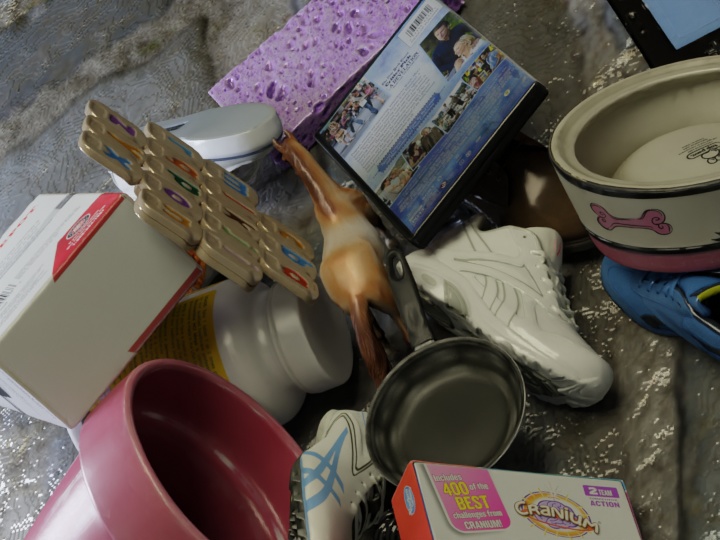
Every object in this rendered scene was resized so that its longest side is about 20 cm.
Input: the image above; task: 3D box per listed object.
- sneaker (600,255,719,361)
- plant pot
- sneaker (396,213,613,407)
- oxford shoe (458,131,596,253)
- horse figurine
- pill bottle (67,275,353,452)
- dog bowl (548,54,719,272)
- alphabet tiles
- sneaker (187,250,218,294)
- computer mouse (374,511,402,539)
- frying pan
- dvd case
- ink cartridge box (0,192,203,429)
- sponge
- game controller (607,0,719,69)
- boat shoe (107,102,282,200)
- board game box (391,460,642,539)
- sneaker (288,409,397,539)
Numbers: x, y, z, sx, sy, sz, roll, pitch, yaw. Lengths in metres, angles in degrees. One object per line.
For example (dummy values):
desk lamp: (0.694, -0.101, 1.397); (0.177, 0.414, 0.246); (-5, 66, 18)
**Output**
sneaker: (0.223, 0.014, 1.550); (0.066, 0.078, 0.200); (-49, 42, -6)
plant pot: (-0.139, 0.190, 1.595); (0.179, 0.199, 0.201); (-43, 41, 21)
sneaker: (0.113, 0.016, 1.621); (0.099, 0.078, 0.200); (-46, 49, -7)
oxford shoe: (0.106, -0.068, 1.694); (0.199, 0.085, 0.073); (23, 70, 42)
horse figurine: (0.000, 0.000, 1.677); (0.050, 0.133, 0.201); (-25, 46, 13)
pill bottle: (-0.111, 0.072, 1.713); (0.199, 0.113, 0.113); (-20, 47, 22)
dog bowl: (0.228, -0.069, 1.569); (0.199, 0.074, 0.200); (-12, 26, 6)
alphabet tiles: (-0.113, -0.047, 1.640); (0.015, 0.195, 0.200); (-53, 14, 13)
sneaker: (-0.125, -0.030, 1.773); (0.092, 0.076, 0.200); (-48, 0, -18)
computer mouse: (0.003, 0.244, 1.515); (0.200, 0.110, 0.044); (-49, 36, 4)
frying pan: (0.038, 0.077, 1.574); (0.115, 0.031, 0.190); (-43, 48, -3)
dvd case: (0.047, -0.112, 1.712); (0.143, 0.018, 0.200); (-52, 33, 7)
ink cartridge box: (-0.213, 0.024, 1.655); (0.145, 0.084, 0.200); (-51, 20, -14)
sponge: (-0.020, -0.179, 1.911); (0.200, 0.030, 0.112); (-43, 43, -1)
game controller: (0.241, -0.202, 1.736); (0.104, 0.042, 0.201); (-33, 44, 8)
boat shoe: (-0.124, -0.075, 1.868); (0.201, 0.087, 0.075); (-8, 23, 45)
board game box: (0.112, 0.208, 1.427); (0.201, 0.152, 0.040); (-104, 30, -44)
sneaker: (-0.007, 0.146, 1.559); (0.072, 0.072, 0.200); (5, 21, 8)
